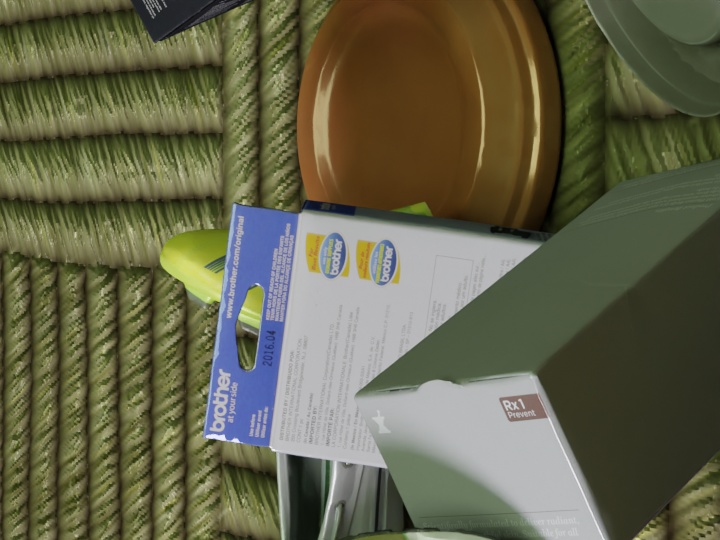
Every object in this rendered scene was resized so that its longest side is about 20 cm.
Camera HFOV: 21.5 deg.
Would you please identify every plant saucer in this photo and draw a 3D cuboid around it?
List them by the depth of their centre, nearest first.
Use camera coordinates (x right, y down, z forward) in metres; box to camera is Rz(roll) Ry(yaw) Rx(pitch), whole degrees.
[{"bbox_3d":[0.026,-0.077,1.009,0.199,0.037,0.202,4,95,51],"label":"plant saucer"}]

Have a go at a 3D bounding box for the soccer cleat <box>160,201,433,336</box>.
[{"bbox_3d":[0.000,0.000,0.949,0.065,0.198,0.084,-71,-6,-79],"label":"soccer cleat"}]

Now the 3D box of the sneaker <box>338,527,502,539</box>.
[{"bbox_3d":[0.063,0.163,0.714,0.077,0.199,0.089,97,-163,-62],"label":"sneaker"}]

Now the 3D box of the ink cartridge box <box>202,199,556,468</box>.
[{"bbox_3d":[0.031,0.035,0.901,0.042,0.198,0.121,-90,8,-78],"label":"ink cartridge box"}]

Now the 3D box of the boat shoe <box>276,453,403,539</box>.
[{"bbox_3d":[-0.016,0.077,1.015,0.073,0.066,0.202,10,111,51],"label":"boat shoe"}]

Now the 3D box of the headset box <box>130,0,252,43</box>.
[{"bbox_3d":[-0.011,-0.213,0.927,0.199,0.174,0.093,-25,95,50],"label":"headset box"}]

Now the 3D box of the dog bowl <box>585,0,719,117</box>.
[{"bbox_3d":[0.136,-0.168,0.785,0.200,0.058,0.202,158,90,-77],"label":"dog bowl"}]

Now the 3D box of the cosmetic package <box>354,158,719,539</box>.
[{"bbox_3d":[0.105,0.032,0.774,0.106,0.200,0.091,-10,113,50],"label":"cosmetic package"}]
